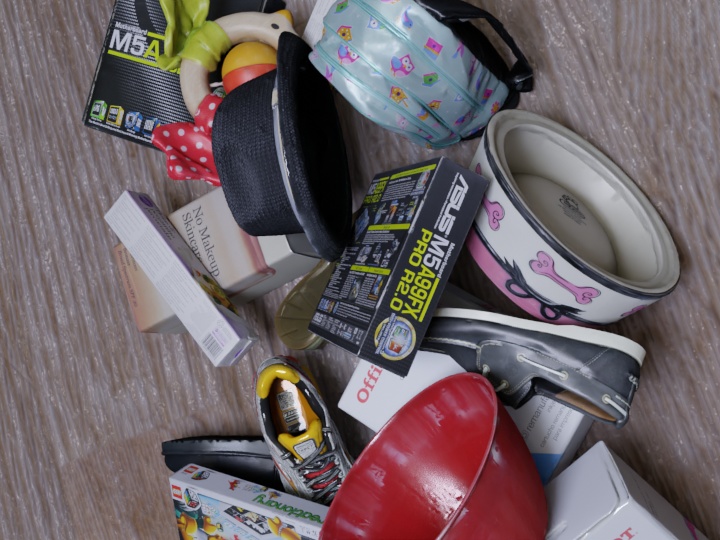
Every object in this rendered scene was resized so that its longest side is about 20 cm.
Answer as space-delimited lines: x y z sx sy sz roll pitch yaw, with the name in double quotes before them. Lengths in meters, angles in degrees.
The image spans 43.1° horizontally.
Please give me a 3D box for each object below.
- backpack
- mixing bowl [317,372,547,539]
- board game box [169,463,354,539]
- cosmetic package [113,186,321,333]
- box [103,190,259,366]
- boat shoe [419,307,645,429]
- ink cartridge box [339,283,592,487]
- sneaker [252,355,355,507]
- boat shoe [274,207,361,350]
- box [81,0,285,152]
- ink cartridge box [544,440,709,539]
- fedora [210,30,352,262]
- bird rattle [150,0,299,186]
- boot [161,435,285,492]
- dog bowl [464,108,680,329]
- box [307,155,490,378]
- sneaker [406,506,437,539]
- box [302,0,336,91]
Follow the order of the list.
"backpack" 0.048 -0.186 0.800 0.166 0.200 0.127 37 102 21
"mixing bowl" 0.067 0.189 0.686 0.108 0.201 0.200 40 106 -15
"board game box" -0.086 0.259 0.824 0.198 0.034 0.128 7 111 36
"cosmetic package" -0.145 -0.018 0.942 0.199 0.087 0.104 -27 75 21
"box" -0.175 0.006 0.885 0.041 0.039 0.200 -46 71 15
"boat shoe" 0.116 0.072 0.714 0.198 0.072 0.068 11 76 21
"ink cartridge box" 0.100 0.109 0.815 0.199 0.084 0.146 30 98 24
"sneaker" -0.048 0.174 0.830 0.077 0.082 0.202 -28 84 -4
"boat shoe" 0.001 0.002 0.897 0.201 0.063 0.073 -49 65 8
"box" -0.198 -0.226 1.000 0.198 0.047 0.195 21 97 24
"ink cartridge box" 0.208 0.254 0.715 0.200 0.085 0.144 42 106 -16
"fedora" -0.072 -0.100 0.791 0.090 0.200 0.203 -11 83 14
"bird rattle" -0.126 -0.179 0.873 0.161 0.113 0.202 -12 69 2
"boot" -0.115 0.253 0.919 0.197 0.076 0.171 -2 83 19
"dog bowl" 0.163 -0.037 0.750 0.201 0.199 0.074 52 127 18
"box" 0.024 -0.006 0.753 0.044 0.200 0.162 25 85 -13
"sneaker" 0.049 0.249 0.785 0.077 0.082 0.201 -30 36 11
"box" -0.029 -0.238 0.918 0.041 0.039 0.202 27 99 23
